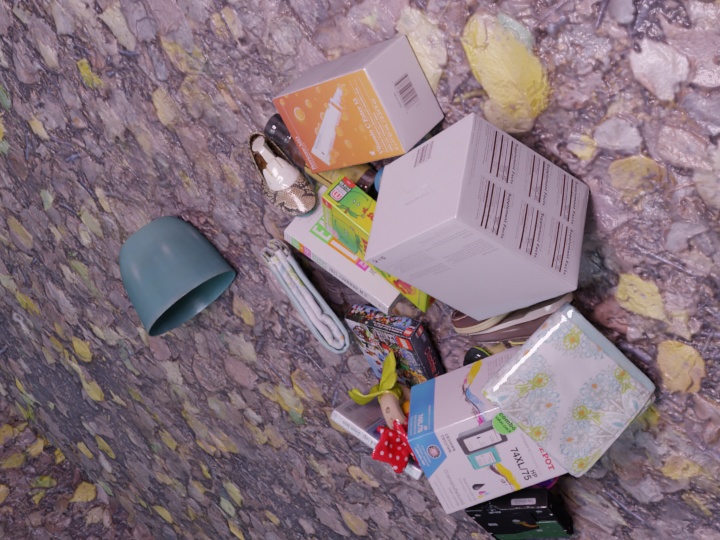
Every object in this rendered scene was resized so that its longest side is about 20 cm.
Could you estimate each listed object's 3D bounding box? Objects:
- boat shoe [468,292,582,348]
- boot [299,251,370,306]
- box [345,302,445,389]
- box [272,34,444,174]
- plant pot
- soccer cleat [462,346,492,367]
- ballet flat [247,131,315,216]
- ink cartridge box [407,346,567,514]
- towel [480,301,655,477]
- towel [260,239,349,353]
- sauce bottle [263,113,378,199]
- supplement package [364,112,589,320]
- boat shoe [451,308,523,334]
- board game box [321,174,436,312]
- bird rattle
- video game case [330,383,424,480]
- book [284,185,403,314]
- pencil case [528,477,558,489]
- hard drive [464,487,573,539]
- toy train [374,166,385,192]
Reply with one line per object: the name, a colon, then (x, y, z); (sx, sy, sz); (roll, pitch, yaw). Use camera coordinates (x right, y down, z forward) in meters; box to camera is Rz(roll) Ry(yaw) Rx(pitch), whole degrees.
boat shoe: (0.234, 0.079, 1.410); (0.198, 0.072, 0.060); (-23, 105, 47)
boot: (0.000, 0.000, 1.595); (0.198, 0.070, 0.133); (6, 137, 49)
box: (0.067, 0.145, 1.642); (0.135, 0.038, 0.202); (15, 146, 37)
box: (-0.006, -0.221, 1.341); (0.198, 0.097, 0.126); (-6, 121, 49)
plant pot: (-0.358, -0.003, 1.854); (0.162, 0.199, 0.201); (54, 146, 8)
soccer cleat: (0.187, 0.210, 1.575); (0.067, 0.081, 0.203); (21, 138, 31)
ballet flat: (-0.132, -0.155, 1.506); (0.201, 0.067, 0.076); (53, 174, 48)
ink cartridge box: (0.189, 0.234, 1.470); (0.197, 0.147, 0.148); (-23, 111, 16)
towel: (0.286, 0.164, 1.336); (0.200, 0.171, 0.048); (42, -175, -17)
towel: (-0.095, 0.041, 1.670); (0.202, 0.048, 0.171); (58, 175, -13)
sauce bottle: (-0.058, -0.169, 1.477); (0.199, 0.065, 0.065); (36, 144, 15)
supplement package: (0.146, -0.059, 1.234); (0.198, 0.150, 0.190); (27, 152, -26)
boat shoe: (0.194, 0.026, 1.389); (0.072, 0.072, 0.199); (51, 137, -9)
board game box: (0.033, -0.038, 1.394); (0.199, 0.048, 0.102); (40, 161, 17)
bird rattle: (0.076, 0.235, 1.577); (0.162, 0.113, 0.201); (26, -158, -45)
video game case: (0.067, 0.265, 1.671); (0.180, 0.199, 0.024); (32, 111, 19)
book: (0.001, -0.040, 1.477); (0.198, 0.134, 0.048); (35, 154, 15)
pencil case: (0.249, 0.346, 1.642); (0.088, 0.088, 0.200); (44, 146, 2)
hard drive: (0.262, 0.400, 1.614); (0.137, 0.039, 0.200); (-8, 149, 22)
toy train: (0.099, -0.064, 1.415); (0.115, 0.085, 0.202); (24, 151, 53)
